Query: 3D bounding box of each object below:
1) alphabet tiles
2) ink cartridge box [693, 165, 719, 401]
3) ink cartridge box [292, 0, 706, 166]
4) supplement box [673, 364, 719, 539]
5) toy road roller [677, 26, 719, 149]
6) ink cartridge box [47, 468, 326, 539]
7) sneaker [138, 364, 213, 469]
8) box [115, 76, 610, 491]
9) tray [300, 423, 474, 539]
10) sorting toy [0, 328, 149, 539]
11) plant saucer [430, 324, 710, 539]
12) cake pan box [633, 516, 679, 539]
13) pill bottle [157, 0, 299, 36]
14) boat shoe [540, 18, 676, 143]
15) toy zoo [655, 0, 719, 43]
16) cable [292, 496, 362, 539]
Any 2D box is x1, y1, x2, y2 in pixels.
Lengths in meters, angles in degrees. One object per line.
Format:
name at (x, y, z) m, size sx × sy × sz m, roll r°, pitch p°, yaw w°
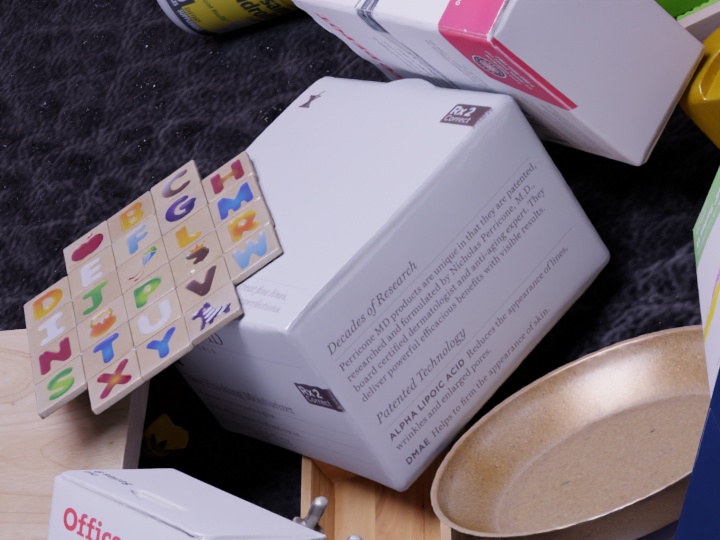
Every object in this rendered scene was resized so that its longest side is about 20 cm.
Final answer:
alphabet tiles at (-0.123, 0.005, 1.330) m, size 0.166 × 0.006 × 0.200 m, roll -35°, pitch 28°, yaw 6°
ink cartridge box at (0.234, 0.030, 1.143) m, size 0.200 × 0.116 × 0.068 m, roll -85°, pitch 11°, yaw -51°
ink cartridge box at (0.075, -0.145, 1.328) m, size 0.200 × 0.145 × 0.085 m, roll 21°, pitch 79°, yaw 52°
supplement box at (0.263, 0.130, 0.958) m, size 0.199 × 0.135 × 0.200 m, roll -2°, pitch 39°, yaw -13°
toy road roller at (0.267, -0.128, 1.297) m, size 0.146 × 0.123 × 0.201 m, roll -8°, pitch 48°, yaw 50°
ink cartridge box at (-0.102, 0.217, 1.213) m, size 0.146 × 0.084 × 0.201 m, roll 16°, pitch 101°, yaw 47°
sneaker at (-0.149, 0.114, 1.430) m, size 0.090 × 0.070 × 0.200 m, roll -8°, pitch 44°, yaw 58°
box at (0.000, 0.000, 1.346) m, size 0.200 × 0.131 × 0.199 m, roll -46°, pitch 29°, yaw -20°
tray at (0.016, 0.173, 1.278) m, size 0.098 × 0.037 × 0.201 m, roll -23°, pitch 42°, yaw 21°
sorting toy at (-0.215, 0.141, 1.376) m, size 0.199 × 0.070 × 0.200 m, roll -5°, pitch 64°, yaw 22°
plant saucer at (0.134, 0.096, 1.211) m, size 0.199 × 0.036 × 0.200 m, roll -23°, pitch 18°, yaw 8°
cake pan box at (0.136, 0.211, 1.129) m, size 0.199 × 0.052 × 0.185 m, roll -17°, pitch 41°, yaw 27°
pill bottle at (-0.053, -0.247, 1.684) m, size 0.199 × 0.112 × 0.112 m, roll -14°, pitch 45°, yaw 31°
boat shoe at (0.152, -0.137, 1.438) m, size 0.200 × 0.071 × 0.091 m, roll -49°, pitch 40°, yaw -12°
toy zoo at (0.195, -0.205, 1.422) m, size 0.131 × 0.021 × 0.200 m, roll -26°, pitch 38°, yaw -10°
cable at (-0.060, 0.219, 1.268) m, size 0.200 × 0.050 × 0.097 m, roll -52°, pitch 44°, yaw 34°
